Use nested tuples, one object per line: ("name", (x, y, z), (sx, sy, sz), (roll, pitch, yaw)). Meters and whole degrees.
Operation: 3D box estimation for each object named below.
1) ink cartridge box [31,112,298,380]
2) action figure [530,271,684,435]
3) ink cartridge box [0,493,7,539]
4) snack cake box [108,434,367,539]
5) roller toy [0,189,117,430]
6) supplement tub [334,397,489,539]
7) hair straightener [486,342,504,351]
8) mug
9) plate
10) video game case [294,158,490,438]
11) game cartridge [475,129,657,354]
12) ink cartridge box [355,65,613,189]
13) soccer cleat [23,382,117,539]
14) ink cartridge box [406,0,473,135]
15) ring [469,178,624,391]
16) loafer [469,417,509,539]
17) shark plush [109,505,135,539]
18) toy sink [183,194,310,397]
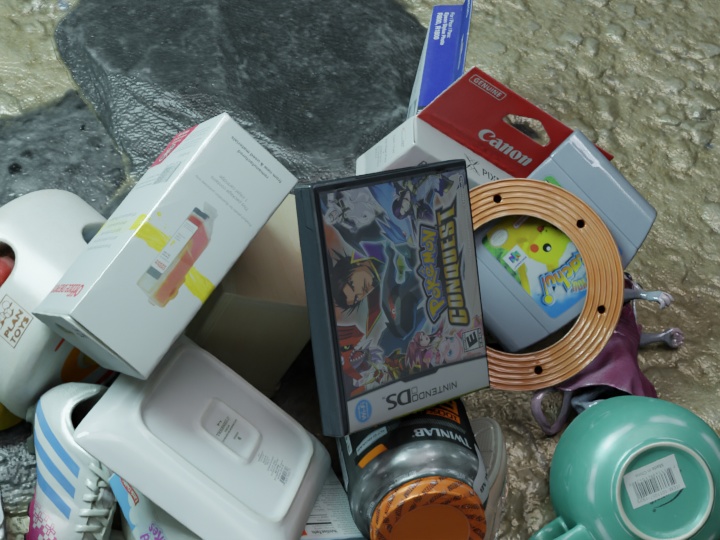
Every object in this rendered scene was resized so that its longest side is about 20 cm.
("ink cartridge box", (-0.158, -0.017, 1.118), (0.083, 0.145, 0.200), (42, 75, -17))
("action figure", (0.248, 0.077, 1.395), (0.148, 0.134, 0.201), (-12, 50, 15))
("ink cartridge box", (-0.323, 0.198, 1.104), (0.082, 0.201, 0.147), (-7, 54, -16))
("snack cake box", (-0.098, 0.200, 1.172), (0.199, 0.067, 0.115), (9, 42, -49))
("roller toy", (-0.276, 0.036, 1.251), (0.140, 0.183, 0.200), (38, 55, 17))
("supplement tub", (0.042, 0.161, 1.223), (0.122, 0.123, 0.200), (-1, 34, -11))
("hair straightener", (0.063, 0.068, 1.360), (0.198, 0.077, 0.041), (-6, 27, -14))
("mug", (0.246, 0.204, 1.235), (0.151, 0.114, 0.186), (22, 86, -4))
("plate", (-0.113, 0.138, 1.133), (0.200, 0.032, 0.200), (39, 24, -6))
("video game case", (0.031, 0.018, 1.150), (0.180, 0.202, 0.025), (-13, 9, -42))
("game cartridge", (0.183, -0.021, 1.350), (0.200, 0.040, 0.133), (-44, 91, 0))
("ink cartridge box", (0.124, -0.095, 1.390), (0.199, 0.176, 0.045), (27, 45, -29))
("soccer cleat", (-0.232, 0.190, 1.166), (0.086, 0.070, 0.202), (-15, 75, 26))
("ink cartridge box", (0.076, -0.180, 1.480), (0.040, 0.201, 0.201), (11, 50, -2))
("ring", (0.149, 0.013, 1.323), (0.199, 0.019, 0.202), (0, 87, 3))
("loafer", (0.096, 0.228, 1.263), (0.071, 0.063, 0.201), (-11, 41, 32))
("shark plush", (-0.140, 0.239, 1.198), (0.200, 0.091, 0.083), (38, 23, 25))
("toy sink", (-0.118, 0.036, 1.294), (0.111, 0.200, 0.131), (10, 48, -26))
